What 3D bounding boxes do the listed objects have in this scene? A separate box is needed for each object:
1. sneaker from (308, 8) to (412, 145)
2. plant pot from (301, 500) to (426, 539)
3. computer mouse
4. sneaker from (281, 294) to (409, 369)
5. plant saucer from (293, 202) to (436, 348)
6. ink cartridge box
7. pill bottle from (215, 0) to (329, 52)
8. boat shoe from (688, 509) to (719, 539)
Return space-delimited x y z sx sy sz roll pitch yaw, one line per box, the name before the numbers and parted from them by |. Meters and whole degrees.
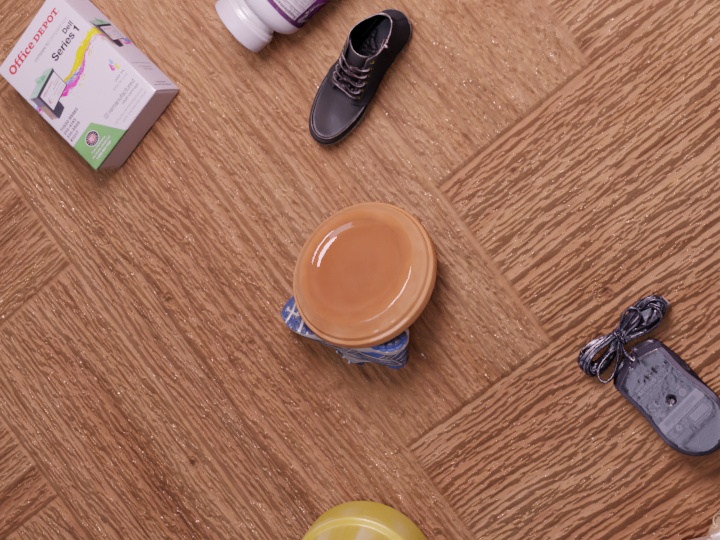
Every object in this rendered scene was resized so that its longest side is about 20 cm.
sneaker | -0.016 -0.248 1.474 0.074 0.106 0.201 35 106 7
plant pot | -0.012 0.432 1.542 0.198 0.189 0.204 2 99 15
computer mouse | 0.384 0.142 1.461 0.138 0.053 0.201 -43 76 16
sneaker | -0.020 0.087 1.545 0.198 0.077 0.086 18 147 32
plant saucer | 0.000 0.000 1.496 0.197 0.037 0.203 -9 65 18
ink cartridge box | -0.371 -0.259 1.582 0.200 0.084 0.145 44 107 5
pill bottle | -0.087 -0.373 1.471 0.199 0.112 0.113 -39 88 18
boat shoe | 0.475 0.328 1.458 0.197 0.074 0.070 -14 83 16
